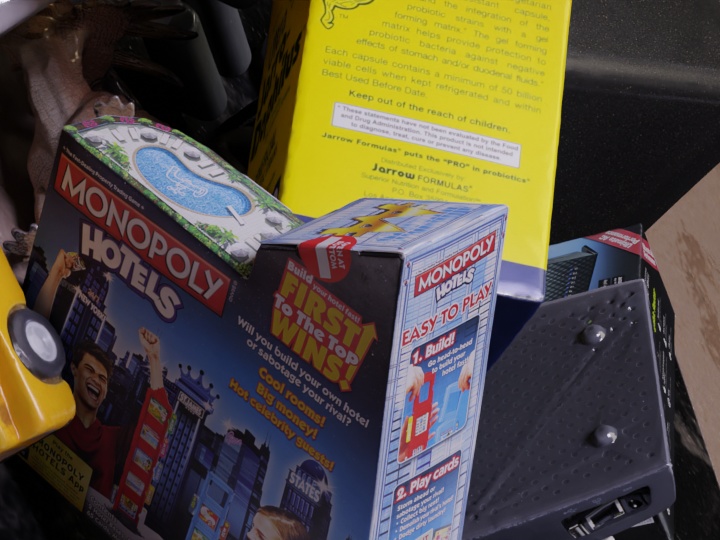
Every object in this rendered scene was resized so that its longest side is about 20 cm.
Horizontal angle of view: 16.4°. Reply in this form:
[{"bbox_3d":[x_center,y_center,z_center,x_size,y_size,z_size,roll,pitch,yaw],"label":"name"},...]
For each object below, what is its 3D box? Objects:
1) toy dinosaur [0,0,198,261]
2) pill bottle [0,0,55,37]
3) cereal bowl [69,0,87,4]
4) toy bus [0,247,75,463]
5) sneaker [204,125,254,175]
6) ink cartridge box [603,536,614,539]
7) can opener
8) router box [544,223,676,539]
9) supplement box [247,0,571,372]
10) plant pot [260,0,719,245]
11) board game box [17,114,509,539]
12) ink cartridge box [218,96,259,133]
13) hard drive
[{"bbox_3d":[-0.096,-0.043,1.088,0.200,0.086,0.136,60,21,-25],"label":"toy dinosaur"},{"bbox_3d":[-0.205,-0.171,0.983,0.200,0.116,0.116,57,24,-9],"label":"pill bottle"},{"bbox_3d":[-0.150,-0.206,1.175,0.200,0.083,0.200,44,29,-33],"label":"cereal bowl"},{"bbox_3d":[-0.183,-0.018,0.916,0.200,0.065,0.078,63,24,5],"label":"toy bus"},{"bbox_3d":[0.000,0.000,1.158,0.200,0.085,0.075,21,45,-11],"label":"sneaker"},{"bbox_3d":[0.082,0.237,1.068,0.200,0.145,0.084,63,24,5],"label":"ink cartridge box"},{"bbox_3d":[-0.074,-0.119,1.164,0.066,0.053,0.200,28,-14,8],"label":"can opener"},{"bbox_3d":[0.075,0.068,1.230,0.200,0.150,0.062,-79,150,-57],"label":"router box"},{"bbox_3d":[0.017,-0.066,1.028,0.109,0.109,0.200,12,63,-10],"label":"supplement box"},{"bbox_3d":[0.069,-0.107,1.353,0.177,0.200,0.200,-2,53,-55],"label":"plant pot"},{"bbox_3d":[-0.031,0.033,0.908,0.200,0.200,0.062,38,39,23],"label":"board game box"},{"bbox_3d":[0.006,-0.066,1.210,0.044,0.200,0.094,-30,92,-29],"label":"ink cartridge box"},{"bbox_3d":[0.041,0.084,1.098,0.135,0.200,0.042,-90,156,-51],"label":"hard drive"}]
